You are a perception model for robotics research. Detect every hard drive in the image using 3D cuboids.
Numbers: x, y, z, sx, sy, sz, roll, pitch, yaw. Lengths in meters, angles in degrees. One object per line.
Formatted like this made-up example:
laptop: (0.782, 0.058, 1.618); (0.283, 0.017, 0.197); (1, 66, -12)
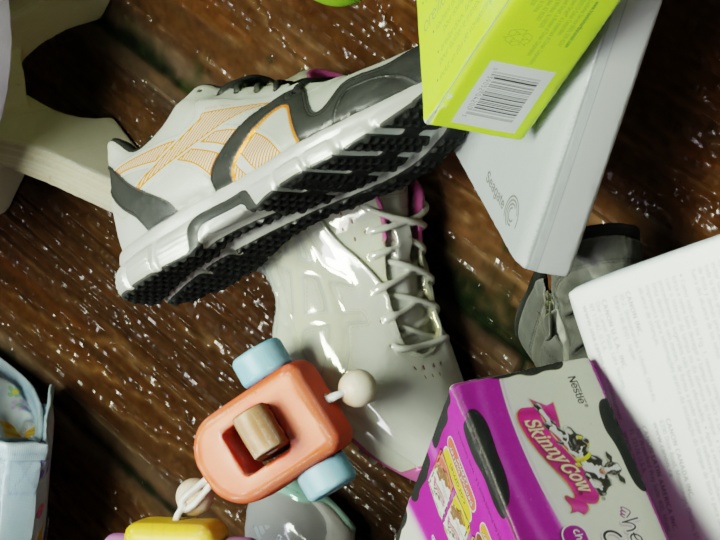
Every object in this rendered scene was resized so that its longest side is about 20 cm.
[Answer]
hard drive: (0.085, -0.117, 1.194); (0.132, 0.027, 0.200); (-114, 36, -57)

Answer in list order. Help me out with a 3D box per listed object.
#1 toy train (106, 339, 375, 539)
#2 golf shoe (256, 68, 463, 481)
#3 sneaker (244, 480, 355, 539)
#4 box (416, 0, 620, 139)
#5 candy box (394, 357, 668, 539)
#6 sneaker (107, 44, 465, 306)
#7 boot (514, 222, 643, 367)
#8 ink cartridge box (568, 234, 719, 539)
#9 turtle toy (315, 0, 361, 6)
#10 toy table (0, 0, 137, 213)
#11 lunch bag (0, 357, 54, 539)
toy train: (-0.035, 0.140, 1.271); (0.150, 0.056, 0.200); (-28, 85, 21)
golf shoe: (0.000, 0.000, 1.319); (0.092, 0.075, 0.200); (-47, 67, 36)
sneaker: (-0.048, 0.201, 1.359); (0.078, 0.140, 0.200); (-20, 85, 50)
box: (0.059, -0.167, 1.175); (0.122, 0.048, 0.200); (124, 149, -52)
candy box: (0.063, 0.146, 1.139); (0.200, 0.061, 0.136); (108, 146, -53)
sneaker: (-0.037, -0.056, 1.270); (0.200, 0.074, 0.080); (-27, 69, 32)
boot: (0.093, 0.076, 1.256); (0.200, 0.068, 0.131); (116, 147, -51)
ink cartridge box: (0.181, 0.055, 1.056); (0.200, 0.057, 0.163); (-20, 85, 37)
turtle toy: (-0.042, -0.194, 1.268); (0.101, 0.146, 0.200); (-28, 66, 21)
toy table: (-0.191, -0.089, 1.455); (0.200, 0.117, 0.184); (-45, 67, 40)
lunch bag: (-0.224, 0.128, 1.534); (0.200, 0.127, 0.170); (28, 116, 49)
